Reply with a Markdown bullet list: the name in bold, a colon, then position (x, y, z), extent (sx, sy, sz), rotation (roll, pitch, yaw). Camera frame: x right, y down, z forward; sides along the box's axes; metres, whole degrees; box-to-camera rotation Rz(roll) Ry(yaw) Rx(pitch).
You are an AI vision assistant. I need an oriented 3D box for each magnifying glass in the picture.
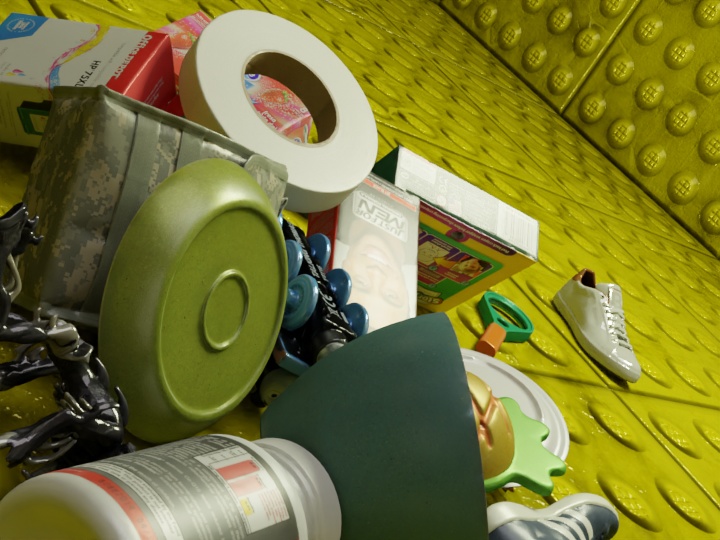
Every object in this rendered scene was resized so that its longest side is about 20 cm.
- **magnifying glass**: position (0.171, 0.071, 1.410), extent (0.079, 0.023, 0.200), rotation (38, 18, 5)

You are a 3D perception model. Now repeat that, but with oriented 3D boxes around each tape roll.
- **tape roll**: position (-0.072, -0.147, 1.049), extent (0.201, 0.037, 0.205), rotation (24, 47, -27)

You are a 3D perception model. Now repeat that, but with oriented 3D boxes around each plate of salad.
- **plate of salad**: position (0.099, 0.139, 1.075), extent (0.196, 0.049, 0.201), rotation (11, 31, -7)

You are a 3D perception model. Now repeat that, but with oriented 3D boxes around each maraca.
- **maraca**: position (0.079, 0.136, 0.952), extent (0.197, 0.108, 0.138), rotation (12, 34, -20)

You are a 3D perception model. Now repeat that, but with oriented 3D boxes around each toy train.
- **toy train**: position (-0.066, 0.033, 0.957), extent (0.086, 0.115, 0.201), rotation (29, 20, -35)

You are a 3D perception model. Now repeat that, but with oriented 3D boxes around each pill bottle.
- **pill bottle**: position (-0.099, 0.153, 0.625), extent (0.116, 0.117, 0.199), rotation (43, 21, 22)

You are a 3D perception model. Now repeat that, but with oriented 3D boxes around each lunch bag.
- **lunch bag**: position (-0.147, -0.026, 0.855), extent (0.198, 0.167, 0.117), rotation (19, -4, -38)

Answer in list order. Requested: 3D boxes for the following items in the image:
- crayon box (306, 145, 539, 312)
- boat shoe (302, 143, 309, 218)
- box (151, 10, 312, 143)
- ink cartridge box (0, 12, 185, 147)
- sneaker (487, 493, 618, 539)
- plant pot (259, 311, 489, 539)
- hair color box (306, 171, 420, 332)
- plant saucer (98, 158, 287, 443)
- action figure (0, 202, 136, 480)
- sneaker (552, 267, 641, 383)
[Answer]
- **crayon box**: position (0.066, -0.037, 1.253), extent (0.198, 0.172, 0.059), rotation (25, 56, -27)
- **boat shoe**: position (-0.069, -0.119, 1.367), extent (0.200, 0.075, 0.065), rotation (30, 23, 5)
- **box**: position (-0.155, -0.180, 1.274), extent (0.094, 0.103, 0.200), rotation (-33, 65, -34)
- **ink cartridge box**: position (-0.240, -0.162, 1.015), extent (0.196, 0.068, 0.117), rotation (9, 41, 10)
- **sneaker**: position (0.162, 0.240, 0.942), extent (0.198, 0.075, 0.085), rotation (5, 41, -45)
- **plant pot**: position (0.002, 0.136, 0.772), extent (0.132, 0.203, 0.201), rotation (-6, 27, -4)
- **hair color box**: position (0.000, 0.000, 1.077), extent (0.100, 0.061, 0.203), rotation (26, 47, -26)
- **plant saucer**: position (-0.104, 0.025, 0.796), extent (0.031, 0.204, 0.199), rotation (14, 9, 27)
- **action figure**: position (-0.199, 0.067, 0.681), extent (0.119, 0.101, 0.203), rotation (13, -55, 67)
- **sneaker**: position (0.342, 0.069, 1.601), extent (0.072, 0.085, 0.201), rotation (22, 25, -37)
